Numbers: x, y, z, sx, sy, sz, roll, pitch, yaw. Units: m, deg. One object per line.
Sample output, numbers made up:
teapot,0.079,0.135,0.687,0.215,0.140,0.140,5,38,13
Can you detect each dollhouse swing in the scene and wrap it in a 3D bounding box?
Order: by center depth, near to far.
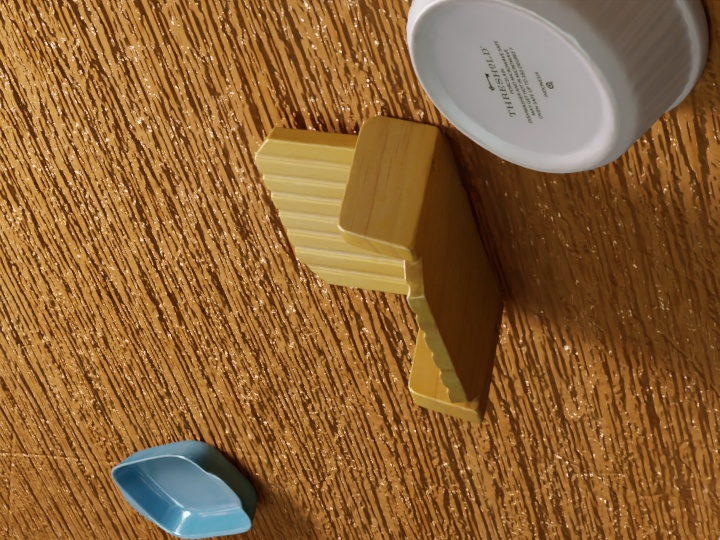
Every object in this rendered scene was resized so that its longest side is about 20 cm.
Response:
dollhouse swing,0.000,0.000,1.799,0.175,0.182,0.200,-4,136,19

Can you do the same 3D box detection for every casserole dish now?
casserole dish,-0.180,0.226,2.399,0.121,0.039,0.200,46,148,-19

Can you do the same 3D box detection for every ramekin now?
ramekin,0.123,-0.153,1.525,0.202,0.094,0.203,24,148,17

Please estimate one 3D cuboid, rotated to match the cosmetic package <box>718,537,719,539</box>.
cosmetic package,0.388,0.261,1.846,0.200,0.085,0.108,3,136,43
